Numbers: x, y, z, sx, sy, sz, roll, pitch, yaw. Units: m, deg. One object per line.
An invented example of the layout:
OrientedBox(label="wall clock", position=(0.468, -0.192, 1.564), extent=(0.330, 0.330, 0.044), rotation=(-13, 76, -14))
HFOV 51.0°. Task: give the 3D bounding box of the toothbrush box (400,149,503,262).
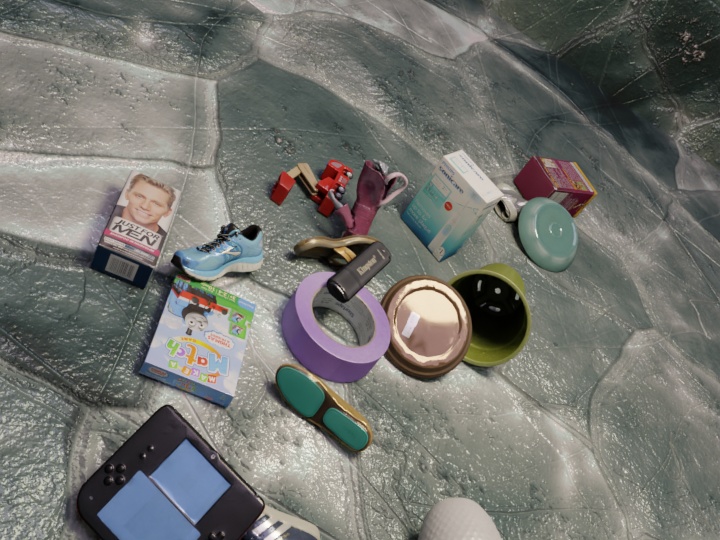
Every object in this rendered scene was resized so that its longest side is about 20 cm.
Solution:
OrientedBox(label="toothbrush box", position=(0.205, -0.146, 1.712), extent=(0.147, 0.201, 0.085), rotation=(49, 40, 14))

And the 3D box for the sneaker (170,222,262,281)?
OrientedBox(label="sneaker", position=(-0.250, -0.043, 1.330), extent=(0.078, 0.092, 0.198), rotation=(29, 27, 29))

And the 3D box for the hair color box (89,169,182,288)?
OrientedBox(label="hair color box", position=(-0.382, -0.075, 1.298), extent=(0.098, 0.061, 0.203), rotation=(23, 40, -18))

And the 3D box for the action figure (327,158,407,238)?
OrientedBox(label="action figure", position=(0.015, -0.124, 1.561), extent=(0.148, 0.204, 0.133), rotation=(31, 9, 39))

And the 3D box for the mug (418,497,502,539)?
OrientedBox(label="mug", position=(0.166, 0.463, 1.154), extent=(0.201, 0.146, 0.177), rotation=(52, 21, -33))

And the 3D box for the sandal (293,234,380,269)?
OrientedBox(label="sandal", position=(-0.044, -0.032, 1.512), extent=(0.196, 0.080, 0.055), rotation=(-1, 67, -36))

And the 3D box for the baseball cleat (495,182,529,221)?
OrientedBox(label="baseball cleat", position=(0.431, -0.150, 2.011), extent=(0.197, 0.070, 0.107), rotation=(29, 49, 0))

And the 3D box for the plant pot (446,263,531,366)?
OrientedBox(label="plant pot", position=(0.273, 0.071, 1.589), extent=(0.199, 0.201, 0.190), rotation=(41, 26, 5))

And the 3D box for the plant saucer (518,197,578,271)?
OrientedBox(label="plant saucer", position=(0.500, -0.100, 1.965), extent=(0.196, 0.036, 0.205), rotation=(9, 70, -26))

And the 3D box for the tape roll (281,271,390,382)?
OrientedBox(label="tape roll", position=(-0.044, 0.102, 1.385), extent=(0.196, 0.066, 0.203), rotation=(21, 43, -20))

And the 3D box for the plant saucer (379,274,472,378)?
OrientedBox(label="plant saucer", position=(0.127, 0.106, 1.464), extent=(0.195, 0.029, 0.205), rotation=(3, 75, -11))

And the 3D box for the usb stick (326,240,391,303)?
OrientedBox(label="usb stick", position=(0.000, 0.000, 1.441), extent=(0.055, 0.033, 0.200), rotation=(43, 38, 4))

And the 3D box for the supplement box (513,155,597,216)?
OrientedBox(label="supplement box", position=(0.556, -0.237, 2.150), extent=(0.197, 0.104, 0.133), rotation=(2, 51, -38))

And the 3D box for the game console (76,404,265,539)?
OrientedBox(label="game console", position=(-0.250, 0.306, 0.989), extent=(0.200, 0.031, 0.177), rotation=(43, 71, 6))

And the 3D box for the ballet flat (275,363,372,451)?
OrientedBox(label="ballet flat", position=(-0.061, 0.227, 1.266), extent=(0.199, 0.069, 0.063), rotation=(42, 11, 1))

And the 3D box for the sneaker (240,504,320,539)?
OrientedBox(label="sneaker", position=(-0.143, 0.374, 1.034), extent=(0.196, 0.075, 0.086), rotation=(23, 36, -19))

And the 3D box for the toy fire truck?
OrientedBox(label="toy fire truck", position=(-0.102, -0.189, 1.636), extent=(0.139, 0.049, 0.202), rotation=(32, 40, -8))

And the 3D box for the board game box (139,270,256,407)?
OrientedBox(label="board game box", position=(-0.260, 0.108, 1.233), extent=(0.149, 0.037, 0.203), rotation=(24, 41, -17))
